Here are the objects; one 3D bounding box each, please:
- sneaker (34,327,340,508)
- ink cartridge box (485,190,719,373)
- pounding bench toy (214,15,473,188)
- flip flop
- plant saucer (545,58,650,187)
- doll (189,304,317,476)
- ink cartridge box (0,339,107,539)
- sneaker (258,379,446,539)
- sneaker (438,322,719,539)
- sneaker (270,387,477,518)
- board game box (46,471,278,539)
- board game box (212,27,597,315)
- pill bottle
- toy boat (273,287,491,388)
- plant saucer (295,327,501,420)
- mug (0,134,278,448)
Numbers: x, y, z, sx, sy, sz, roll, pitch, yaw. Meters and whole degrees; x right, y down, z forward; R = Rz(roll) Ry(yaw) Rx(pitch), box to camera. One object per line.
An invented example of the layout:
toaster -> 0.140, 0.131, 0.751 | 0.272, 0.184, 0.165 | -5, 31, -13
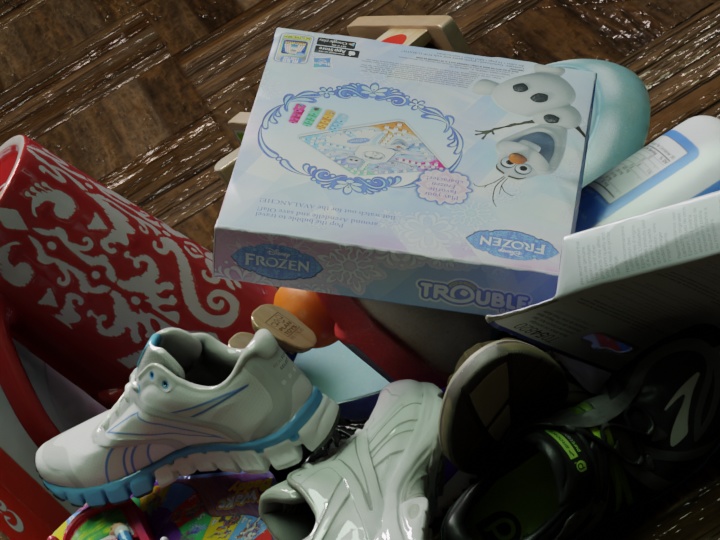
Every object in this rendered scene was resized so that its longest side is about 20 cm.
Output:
sneaker -> -0.111, 0.074, 1.587 | 0.200, 0.087, 0.075 | -16, 27, 30
ink cartridge box -> 0.198, 0.006, 1.540 | 0.200, 0.199, 0.041 | -17, 69, 28
pounding bench toy -> -0.002, -0.103, 2.060 | 0.156, 0.124, 0.200 | -41, 25, -24
flip flop -> 0.081, 0.070, 1.564 | 0.081, 0.058, 0.200 | -42, -17, 8
plant saucer -> 0.101, -0.066, 1.825 | 0.200, 0.027, 0.200 | -32, 33, 23
doll -> -0.085, 0.116, 1.704 | 0.200, 0.048, 0.136 | -63, -7, 31
ink cartridge box -> -0.217, 0.105, 1.795 | 0.057, 0.163, 0.200 | -38, 21, 18
sneaker -> -0.004, 0.120, 1.550 | 0.099, 0.078, 0.200 | 7, 30, 4
sneaker -> 0.128, 0.103, 1.524 | 0.199, 0.071, 0.083 | -36, -13, 0
sneaker -> -0.010, 0.117, 1.649 | 0.200, 0.100, 0.070 | -42, 25, -21
board game box -> -0.136, 0.165, 1.585 | 0.200, 0.039, 0.158 | -8, 42, 36
board game box -> 0.030, -0.058, 1.630 | 0.199, 0.043, 0.199 | 8, 39, 5
pill bottle -> 0.194, -0.023, 1.677 | 0.200, 0.112, 0.112 | -32, 23, -5
toy boat -> 0.000, 0.000, 1.720 | 0.131, 0.130, 0.200 | -35, 30, 26
plant saucer -> 0.012, 0.049, 1.821 | 0.200, 0.036, 0.200 | -17, 23, 8
mug -> -0.168, 0.023, 1.780 | 0.133, 0.200, 0.178 | -44, 21, 26
